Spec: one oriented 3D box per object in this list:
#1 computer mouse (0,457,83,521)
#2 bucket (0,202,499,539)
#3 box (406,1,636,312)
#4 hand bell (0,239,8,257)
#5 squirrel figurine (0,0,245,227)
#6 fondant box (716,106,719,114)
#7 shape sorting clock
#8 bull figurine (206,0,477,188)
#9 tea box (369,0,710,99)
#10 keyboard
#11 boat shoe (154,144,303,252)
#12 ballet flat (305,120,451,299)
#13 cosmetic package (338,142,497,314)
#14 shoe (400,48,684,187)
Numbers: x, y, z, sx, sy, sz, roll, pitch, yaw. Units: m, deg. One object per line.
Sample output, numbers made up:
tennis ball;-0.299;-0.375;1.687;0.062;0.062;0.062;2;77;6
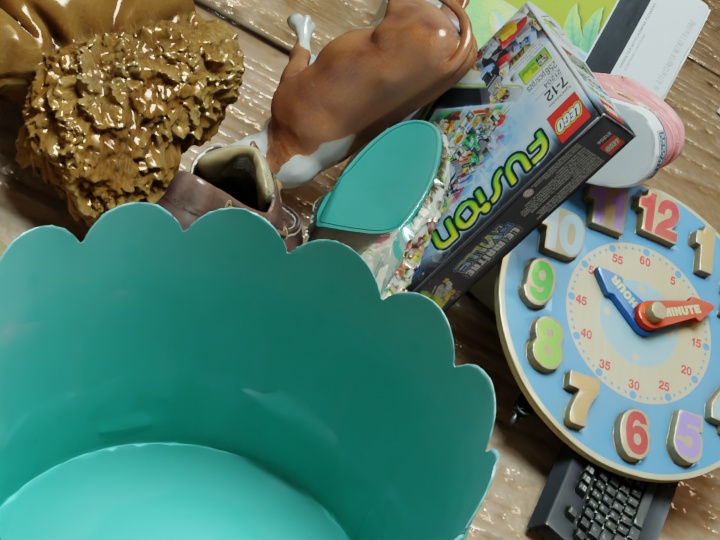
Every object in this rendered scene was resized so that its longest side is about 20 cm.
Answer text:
computer mouse;-0.113;0.065;0.668;0.059;0.034;0.200;51;37;2
bucket;-0.062;0.087;0.516;0.207;0.135;0.207;9;39;-7
box;0.062;-0.054;0.832;0.035;0.200;0.110;25;30;-42
hand bell;-0.159;0.011;0.661;0.104;0.104;0.200;49;19;21
squirrel figurine;-0.172;-0.116;0.753;0.200;0.142;0.187;40;37;12
fondant box;0.514;-0.132;1.541;0.144;0.058;0.200;-4;50;-48
shape sorting clock;0.174;0.032;0.856;0.200;0.039;0.200;11;60;-21
bull figurine;-0.011;-0.118;0.862;0.065;0.200;0.122;36;39;-43
tea box;0.127;-0.191;1.080;0.197;0.134;0.200;29;-1;-12
keyboard;0.147;0.096;0.848;0.127;0.021;0.200;38;41;-2
boat shoe;-0.067;-0.033;0.758;0.072;0.072;0.200;25;11;13
ballet flat;0.000;0.000;0.783;0.076;0.064;0.200;12;53;24
cosmetic package;0.098;-0.044;0.968;0.200;0.087;0.103;41;31;9
shoe;0.112;-0.104;0.903;0.200;0.072;0.091;20;17;22
